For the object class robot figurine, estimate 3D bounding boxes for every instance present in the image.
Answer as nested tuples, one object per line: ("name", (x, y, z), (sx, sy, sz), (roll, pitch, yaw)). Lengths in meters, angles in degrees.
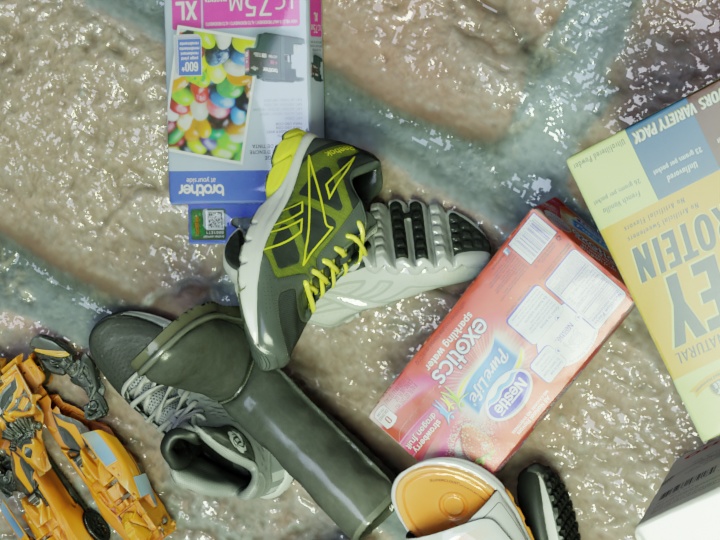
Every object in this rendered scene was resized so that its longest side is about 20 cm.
("robot figurine", (-0.240, 0.151, 1.617), (0.145, 0.058, 0.201), (-39, 84, 20))

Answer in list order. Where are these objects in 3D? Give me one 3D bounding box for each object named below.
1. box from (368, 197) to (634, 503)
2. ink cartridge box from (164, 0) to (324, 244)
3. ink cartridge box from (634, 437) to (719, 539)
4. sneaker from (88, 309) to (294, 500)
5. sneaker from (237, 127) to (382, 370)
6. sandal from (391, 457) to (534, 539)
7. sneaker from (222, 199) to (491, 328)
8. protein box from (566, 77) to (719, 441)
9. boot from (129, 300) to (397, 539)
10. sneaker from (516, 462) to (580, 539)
("box", (0.109, 0.056, 1.479), (0.100, 0.095, 0.201), (40, 105, 8))
("ink cartridge box", (-0.088, -0.119, 1.556), (0.118, 0.042, 0.202), (1, 97, 18))
("ink cartridge box", (0.277, 0.156, 1.382), (0.145, 0.200, 0.085), (-28, 89, 18))
("sneaker", (-0.140, 0.103, 1.552), (0.199, 0.115, 0.075), (37, 105, 11))
("sneaker", (-0.033, -0.019, 1.448), (0.084, 0.075, 0.202), (5, 57, 11))
("sandal", (0.096, 0.223, 1.436), (0.079, 0.059, 0.207), (-33, 98, 19))
("sneaker", (0.000, 0.000, 1.530), (0.198, 0.076, 0.082), (-4, 130, 7))
("protein box", (0.256, -0.019, 1.372), (0.134, 0.198, 0.201), (-27, 87, 18))
("boot", (-0.063, 0.117, 1.502), (0.072, 0.182, 0.201), (-41, 78, 21))
("sneaker", (0.120, 0.245, 1.507), (0.089, 0.070, 0.202), (-9, 94, 15))
